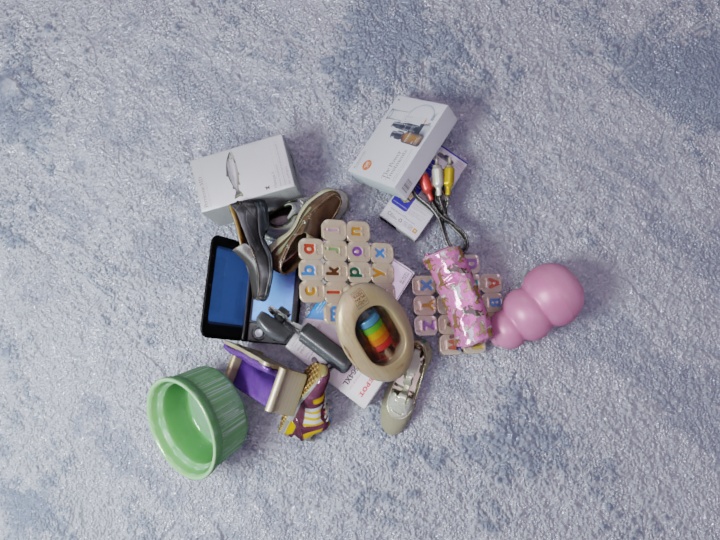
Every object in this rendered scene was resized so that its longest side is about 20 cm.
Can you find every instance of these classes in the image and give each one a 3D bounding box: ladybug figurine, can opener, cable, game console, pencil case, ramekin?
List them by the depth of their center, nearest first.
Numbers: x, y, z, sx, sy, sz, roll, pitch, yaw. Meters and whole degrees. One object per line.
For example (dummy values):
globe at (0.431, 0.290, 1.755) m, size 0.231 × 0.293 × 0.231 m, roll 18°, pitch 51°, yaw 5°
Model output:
ladybug figurine at (0.020, 0.109, 1.058) m, size 0.135 × 0.072 × 0.202 m, roll -32°, pitch 106°, yaw -17°
can opener at (-0.105, 0.133, 1.094) m, size 0.198 × 0.053 × 0.067 m, roll 32°, pitch 69°, yaw 7°
ramekin at (-0.309, 0.284, 1.105) m, size 0.198 × 0.097 × 0.203 m, roll 11°, pitch 109°, yaw 34°
pencil case at (0.189, 0.051, 1.119) m, size 0.085 × 0.083 × 0.203 m, roll -20°, pitch 84°, yaw 7°
game console at (-0.213, 0.043, 1.168) m, size 0.173 × 0.116 × 0.203 m, roll 5°, pitch 82°, yaw 4°
cable at (0.160, -0.127, 1.170) m, size 0.096 × 0.050 × 0.203 m, roll -13°, pitch 80°, yaw 3°

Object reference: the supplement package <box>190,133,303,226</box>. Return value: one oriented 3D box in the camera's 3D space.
supplement package at (-0.232, -0.185, 1.202) m, size 0.197 × 0.117 × 0.119 m, roll -16°, pitch 81°, yaw 1°

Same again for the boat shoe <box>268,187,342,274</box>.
boat shoe at (-0.101, -0.072, 1.150) m, size 0.203 × 0.075 × 0.075 m, roll -50°, pitch 41°, yaw 1°

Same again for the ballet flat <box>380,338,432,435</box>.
ballet flat at (0.089, 0.230, 1.147) m, size 0.069 × 0.069 × 0.203 m, roll 19°, pitch 83°, yaw 6°

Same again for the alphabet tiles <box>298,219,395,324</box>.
alphabet tiles at (-0.025, 0.004, 1.112) m, size 0.193 × 0.015 × 0.203 m, roll 2°, pitch 79°, yaw -21°

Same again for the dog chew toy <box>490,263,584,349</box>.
dog chew toy at (0.335, 0.078, 1.130) m, size 0.199 × 0.125 × 0.125 m, roll -37°, pitch 81°, yaw 3°

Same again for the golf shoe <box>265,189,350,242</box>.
golf shoe at (-0.115, -0.119, 1.197) m, size 0.198 × 0.097 × 0.079 m, roll -24°, pitch 79°, yaw -2°

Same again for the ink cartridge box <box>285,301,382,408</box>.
ink cartridge box at (-0.025, 0.156, 1.155) m, size 0.199 × 0.084 × 0.147 m, roll 35°, pitch 85°, yaw 8°

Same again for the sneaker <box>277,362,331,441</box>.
sneaker at (-0.086, 0.257, 1.115) m, size 0.089 × 0.075 × 0.201 m, roll 24°, pitch 127°, yaw -12°

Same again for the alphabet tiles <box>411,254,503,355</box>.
alphabet tiles at (0.200, 0.068, 1.169) m, size 0.192 × 0.015 × 0.204 m, roll 0°, pitch 81°, yaw -10°

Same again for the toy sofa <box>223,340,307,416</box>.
toy sofa at (-0.198, 0.203, 1.099) m, size 0.097 × 0.199 × 0.084 m, roll 25°, pitch 82°, yaw -37°

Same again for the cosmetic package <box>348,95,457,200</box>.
cosmetic package at (0.085, -0.258, 1.190) m, size 0.150 × 0.052 × 0.201 m, roll 27°, pitch 82°, yaw 46°

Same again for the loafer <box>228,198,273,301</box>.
loafer at (-0.216, -0.039, 1.123) m, size 0.071 × 0.073 × 0.203 m, roll -3°, pitch 78°, yaw -32°

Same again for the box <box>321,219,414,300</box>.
box at (0.000, 0.000, 1.186) m, size 0.198 × 0.060 × 0.118 m, roll 32°, pitch 85°, yaw 5°

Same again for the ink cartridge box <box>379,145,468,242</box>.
ink cartridge box at (0.133, -0.167, 1.219) m, size 0.094 × 0.037 × 0.201 m, roll 35°, pitch 87°, yaw 7°
